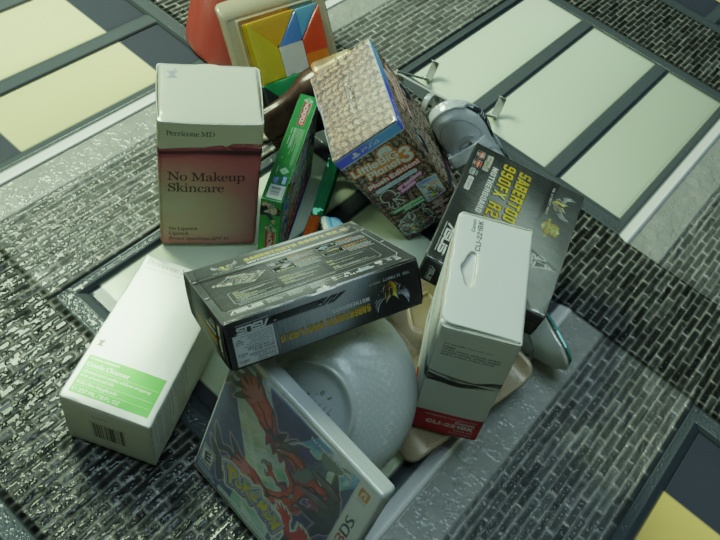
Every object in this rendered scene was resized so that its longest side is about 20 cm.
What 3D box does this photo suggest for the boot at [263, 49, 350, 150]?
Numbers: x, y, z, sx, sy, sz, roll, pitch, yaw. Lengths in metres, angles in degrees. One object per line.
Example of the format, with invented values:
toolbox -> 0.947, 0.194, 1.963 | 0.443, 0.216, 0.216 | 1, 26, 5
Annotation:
boot -> -0.057, -0.232, 1.192 | 0.165, 0.200, 0.073 | -34, 69, 7

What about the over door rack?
over door rack -> 0.130, -0.260, 1.269 | 0.146, 0.068, 0.200 | 32, 29, 13

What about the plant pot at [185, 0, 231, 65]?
plant pot -> -0.176, -0.442, 1.286 | 0.195, 0.179, 0.204 | 6, 49, -7

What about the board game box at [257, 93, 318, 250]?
board game box -> -0.094, -0.112, 1.061 | 0.028, 0.136, 0.203 | 12, 50, 2

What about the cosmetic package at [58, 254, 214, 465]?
cosmetic package -> -0.230, 0.093, 0.896 | 0.105, 0.086, 0.202 | 16, 50, 4

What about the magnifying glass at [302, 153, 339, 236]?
magnifying glass -> -0.055, -0.086, 1.096 | 0.022, 0.080, 0.203 | 16, 60, -1

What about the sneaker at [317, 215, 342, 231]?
sneaker -> 0.000, 0.000, 1.015 | 0.088, 0.080, 0.201 | -6, 37, -22

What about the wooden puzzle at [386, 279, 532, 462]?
wooden puzzle -> 0.078, 0.112, 0.978 | 0.198, 0.047, 0.186 | -30, 62, -26

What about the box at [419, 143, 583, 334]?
box -> 0.176, -0.044, 1.009 | 0.156, 0.049, 0.202 | 27, 57, 3

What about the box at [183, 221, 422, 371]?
box -> -0.061, 0.017, 0.799 | 0.196, 0.049, 0.158 | -18, 22, -20

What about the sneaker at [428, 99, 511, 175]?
sneaker -> 0.167, -0.142, 1.123 | 0.074, 0.199, 0.117 | -29, 46, 21

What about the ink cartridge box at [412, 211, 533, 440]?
ink cartridge box -> 0.114, 0.063, 0.863 | 0.082, 0.202, 0.146 | 12, 52, 3

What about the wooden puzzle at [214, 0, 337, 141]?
wooden puzzle -> -0.106, -0.316, 1.213 | 0.183, 0.204, 0.037 | -27, 18, -30

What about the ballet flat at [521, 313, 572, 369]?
ballet flat -> 0.198, 0.054, 1.045 | 0.068, 0.070, 0.202 | -8, 50, -19

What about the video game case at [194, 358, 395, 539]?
video game case -> -0.073, 0.196, 0.783 | 0.200, 0.184, 0.023 | 42, 37, 23

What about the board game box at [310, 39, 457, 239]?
board game box -> 0.038, -0.170, 1.088 | 0.096, 0.200, 0.162 | -29, 51, 17

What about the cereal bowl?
cereal bowl -> -0.043, 0.129, 0.829 | 0.197, 0.204, 0.083 | 24, 9, 9

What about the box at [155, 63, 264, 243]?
box -> -0.190, -0.141, 1.019 | 0.125, 0.202, 0.111 | -1, 50, -12
